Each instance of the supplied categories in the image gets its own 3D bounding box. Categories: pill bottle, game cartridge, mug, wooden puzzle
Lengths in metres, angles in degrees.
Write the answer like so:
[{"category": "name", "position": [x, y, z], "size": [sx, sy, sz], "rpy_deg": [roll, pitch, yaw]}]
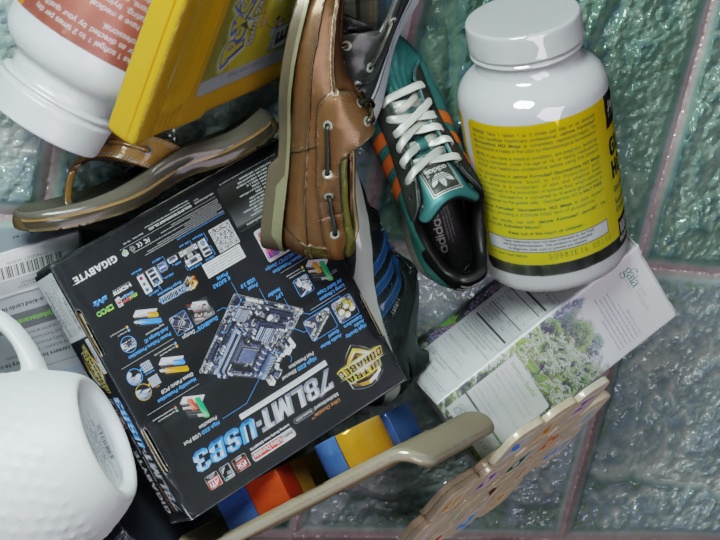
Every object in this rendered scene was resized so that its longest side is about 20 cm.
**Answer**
[{"category": "pill bottle", "position": [0.132, -0.095, 1.444], "size": [0.112, 0.112, 0.202], "rpy_deg": [-19, 119, -14]}, {"category": "game cartridge", "position": [-0.074, -0.181, 1.272], "size": [0.200, 0.032, 0.177], "rpy_deg": [-37, 155, -56]}, {"category": "mug", "position": [-0.254, 0.120, 1.307], "size": [0.174, 0.148, 0.201], "rpy_deg": [-23, 78, 8]}, {"category": "wooden puzzle", "position": [-0.018, 0.143, 1.419], "size": [0.199, 0.185, 0.047], "rpy_deg": [-24, 86, 19]}, {"category": "pill bottle", "position": [-0.160, -0.181, 1.281], "size": [0.112, 0.112, 0.201], "rpy_deg": [26, 101, -30]}]

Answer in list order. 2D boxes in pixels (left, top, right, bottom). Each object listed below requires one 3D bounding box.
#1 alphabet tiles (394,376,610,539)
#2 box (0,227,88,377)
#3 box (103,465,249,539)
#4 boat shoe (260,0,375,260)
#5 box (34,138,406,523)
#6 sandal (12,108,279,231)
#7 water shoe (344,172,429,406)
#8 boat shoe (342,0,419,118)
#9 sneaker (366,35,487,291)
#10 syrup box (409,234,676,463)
[{"category": "alphabet tiles", "position": [0.111, 0.153, 1.528], "size": [0.199, 0.015, 0.196], "rpy_deg": [-27, 160, -40]}, {"category": "box", "position": [-0.257, 0.074, 1.398], "size": [0.155, 0.041, 0.202], "rpy_deg": [-17, 118, -15]}, {"category": "box", "position": [-0.190, 0.258, 1.436], "size": [0.196, 0.124, 0.200], "rpy_deg": [-43, 132, 9]}, {"category": "boat shoe", "position": [-0.020, -0.105, 1.326], "size": [0.067, 0.072, 0.202], "rpy_deg": [11, 115, 8]}, {"category": "box", "position": [-0.095, 0.041, 1.373], "size": [0.199, 0.050, 0.200], "rpy_deg": [-32, 97, -25]}, {"category": "sandal", "position": [-0.152, -0.078, 1.355], "size": [0.199, 0.082, 0.055], "rpy_deg": [-24, 101, -12]}, {"category": "water shoe", "position": [0.000, 0.000, 1.469], "size": [0.079, 0.071, 0.202], "rpy_deg": [-33, 120, -46]}, {"category": "boat shoe", "position": [-0.006, -0.168, 1.372], "size": [0.201, 0.068, 0.057], "rpy_deg": [-65, 155, 6]}, {"category": "sneaker", "position": [0.049, -0.080, 1.418], "size": [0.071, 0.080, 0.201], "rpy_deg": [-25, 105, -11]}, {"category": "syrup box", "position": [0.139, 0.051, 1.532], "size": [0.200, 0.081, 0.079], "rpy_deg": [-38, 123, -3]}]
